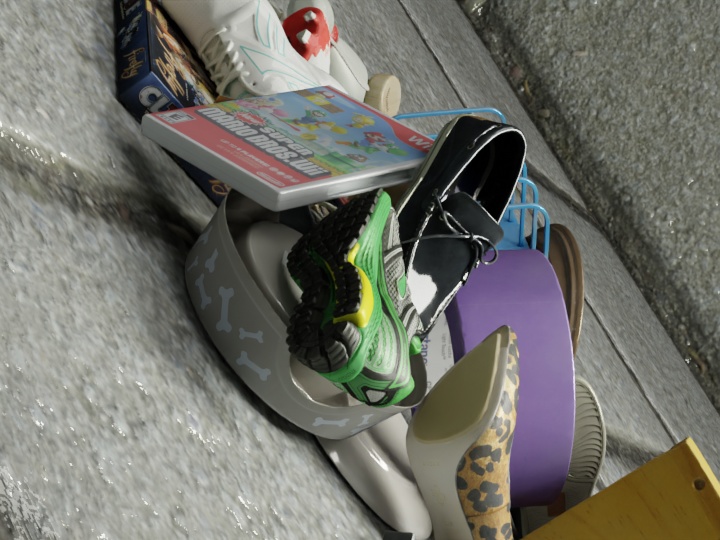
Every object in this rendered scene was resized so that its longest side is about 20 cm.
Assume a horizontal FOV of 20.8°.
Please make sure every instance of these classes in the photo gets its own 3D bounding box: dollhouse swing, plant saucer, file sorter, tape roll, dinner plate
[{"bbox_3d":[0.206,0.242,1.494,0.182,0.200,0.176,62,9,29],"label":"dollhouse swing"},{"bbox_3d":[0.168,0.050,1.945,0.029,0.200,0.200,10,31,-17],"label":"plant saucer"},{"bbox_3d":[0.098,-0.058,1.898,0.200,0.139,0.123,-107,-166,-56],"label":"file sorter"},{"bbox_3d":[0.098,0.084,1.516,0.200,0.085,0.200,179,-90,-80],"label":"tape roll"},{"bbox_3d":[0.002,0.112,1.478,0.200,0.024,0.200,50,13,-16],"label":"dinner plate"}]

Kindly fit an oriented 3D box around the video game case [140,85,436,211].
[{"bbox_3d":[-0.042,-0.093,1.446,0.143,0.017,0.200,30,29,33],"label":"video game case"}]

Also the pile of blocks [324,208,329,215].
[{"bbox_3d":[0.000,0.000,1.668,0.082,0.062,0.200,35,23,-56],"label":"pile of blocks"}]

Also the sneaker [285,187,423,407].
[{"bbox_3d":[0.000,0.020,1.322,0.085,0.078,0.200,47,28,-26],"label":"sneaker"}]

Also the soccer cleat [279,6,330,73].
[{"bbox_3d":[-0.056,-0.140,1.703,0.085,0.069,0.200,47,41,-42],"label":"soccer cleat"}]

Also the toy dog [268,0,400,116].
[{"bbox_3d":[-0.037,-0.188,1.957,0.200,0.132,0.096,37,60,-43],"label":"toy dog"}]

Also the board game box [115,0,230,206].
[{"bbox_3d":[-0.142,-0.146,1.585,0.136,0.035,0.200,48,14,-29],"label":"board game box"}]

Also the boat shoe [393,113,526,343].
[{"bbox_3d":[0.065,-0.031,1.417,0.075,0.062,0.200,48,56,-37],"label":"boat shoe"}]

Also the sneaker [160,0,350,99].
[{"bbox_3d":[-0.090,-0.167,1.592,0.200,0.070,0.080,44,42,-3],"label":"sneaker"}]

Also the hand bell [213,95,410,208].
[{"bbox_3d":[-0.026,-0.083,1.532,0.200,0.104,0.104,27,13,3],"label":"hand bell"}]

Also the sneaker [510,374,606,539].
[{"bbox_3d":[0.155,0.166,1.659,0.106,0.075,0.200,-113,-155,-68],"label":"sneaker"}]

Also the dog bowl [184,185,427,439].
[{"bbox_3d":[-0.042,0.033,1.383,0.200,0.059,0.200,42,20,-19],"label":"dog bowl"}]

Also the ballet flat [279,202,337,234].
[{"bbox_3d":[-0.006,0.006,1.558,0.200,0.073,0.073,52,11,22],"label":"ballet flat"}]

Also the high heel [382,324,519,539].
[{"bbox_3d":[0.094,0.151,1.408,0.071,0.200,0.143,9,-21,44],"label":"high heel"}]

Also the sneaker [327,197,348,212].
[{"bbox_3d":[-0.021,-0.088,1.785,0.200,0.075,0.085,44,12,-40],"label":"sneaker"}]
